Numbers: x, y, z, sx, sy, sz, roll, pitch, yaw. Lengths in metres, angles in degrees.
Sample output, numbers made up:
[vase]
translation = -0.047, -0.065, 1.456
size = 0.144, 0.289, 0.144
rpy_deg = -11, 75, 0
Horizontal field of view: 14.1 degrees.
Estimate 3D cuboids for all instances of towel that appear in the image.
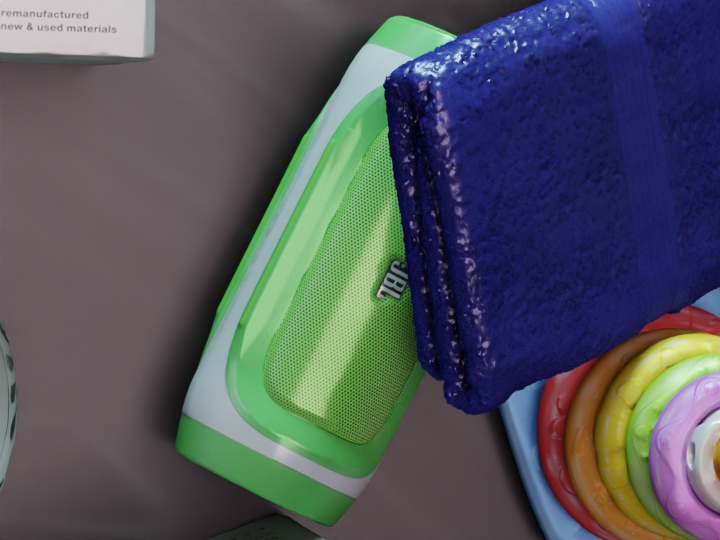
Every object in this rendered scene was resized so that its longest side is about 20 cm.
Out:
[towel]
translation = 0.088, -0.042, 1.175
size = 0.200, 0.050, 0.148
rpy_deg = -26, 112, -42

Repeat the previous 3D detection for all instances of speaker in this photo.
[speaker]
translation = 0.000, 0.000, 1.197
size = 0.088, 0.088, 0.200
rpy_deg = 27, 87, -15

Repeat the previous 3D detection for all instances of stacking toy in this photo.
[stacking toy]
translation = 0.143, 0.071, 1.179
size = 0.116, 0.200, 0.110
rpy_deg = -22, 99, -13

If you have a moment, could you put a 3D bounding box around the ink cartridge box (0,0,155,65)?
[ink cartridge box]
translation = -0.127, -0.180, 1.119
size = 0.083, 0.147, 0.200
rpy_deg = 1, 93, -13

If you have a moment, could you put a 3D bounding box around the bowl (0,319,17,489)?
[bowl]
translation = -0.200, 0.047, 1.101
size = 0.201, 0.094, 0.201
rpy_deg = 8, 78, -39

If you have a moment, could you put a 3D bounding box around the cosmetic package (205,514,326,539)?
[cosmetic package]
translation = -0.062, 0.208, 1.135
size = 0.167, 0.200, 0.166
rpy_deg = -16, 98, -14
